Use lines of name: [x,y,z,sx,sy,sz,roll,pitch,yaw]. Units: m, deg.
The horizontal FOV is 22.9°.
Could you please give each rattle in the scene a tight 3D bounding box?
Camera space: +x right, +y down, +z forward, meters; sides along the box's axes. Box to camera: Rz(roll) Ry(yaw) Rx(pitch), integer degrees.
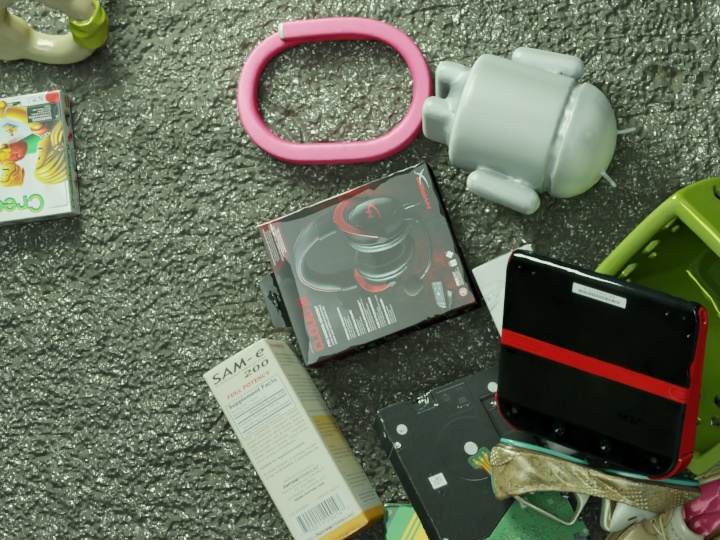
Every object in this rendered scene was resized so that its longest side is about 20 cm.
rattle: [-0.346,-0.284,1.819,0.199,0.130,0.144,-10,71,34]

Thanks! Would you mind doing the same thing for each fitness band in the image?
fitness band: [-0.026,-0.179,1.775,0.198,0.037,0.145,-2,85,10]

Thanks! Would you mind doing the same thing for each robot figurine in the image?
robot figurine: [0.160,-0.138,1.705,0.198,0.113,0.171,18,74,10]

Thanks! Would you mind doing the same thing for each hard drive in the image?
hard drive: [0.114,0.200,1.673,0.139,0.038,0.201,-20,64,-19]

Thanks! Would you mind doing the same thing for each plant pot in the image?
plant pot: [0.334,0.029,1.609,0.199,0.181,0.200,48,134,10]

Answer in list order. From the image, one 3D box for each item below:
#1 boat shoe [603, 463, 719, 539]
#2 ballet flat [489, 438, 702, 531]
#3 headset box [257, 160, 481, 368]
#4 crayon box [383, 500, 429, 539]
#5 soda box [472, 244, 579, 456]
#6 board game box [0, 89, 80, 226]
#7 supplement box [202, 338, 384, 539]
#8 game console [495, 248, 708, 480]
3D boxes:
boat shoe: [0.304,0.237,1.674,0.199,0.069,0.074,-37,81,4]
ballet flat: [0.213,0.205,1.638,0.198,0.071,0.066,12,86,1]
headset box: [0.000,0.000,1.736,0.198,0.075,0.150,-20,83,6]
crayon box: [0.086,0.324,1.709,0.126,0.051,0.202,-1,86,8]
soda box: [0.176,0.079,1.707,0.063,0.068,0.201,-24,83,6]
board game box: [-0.392,-0.107,1.825,0.198,0.035,0.128,-8,85,8]
supplement box: [-0.061,0.169,1.707,0.073,0.126,0.201,-31,81,6]
game console: [0.213,0.085,1.597,0.199,0.031,0.179,18,115,31]
